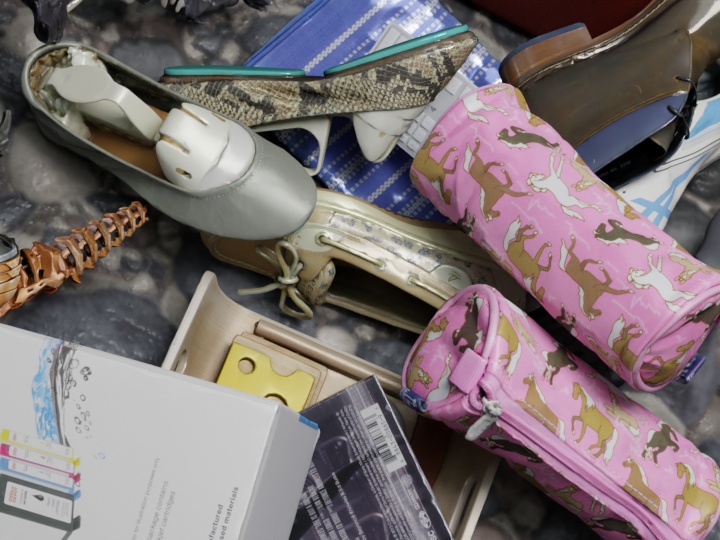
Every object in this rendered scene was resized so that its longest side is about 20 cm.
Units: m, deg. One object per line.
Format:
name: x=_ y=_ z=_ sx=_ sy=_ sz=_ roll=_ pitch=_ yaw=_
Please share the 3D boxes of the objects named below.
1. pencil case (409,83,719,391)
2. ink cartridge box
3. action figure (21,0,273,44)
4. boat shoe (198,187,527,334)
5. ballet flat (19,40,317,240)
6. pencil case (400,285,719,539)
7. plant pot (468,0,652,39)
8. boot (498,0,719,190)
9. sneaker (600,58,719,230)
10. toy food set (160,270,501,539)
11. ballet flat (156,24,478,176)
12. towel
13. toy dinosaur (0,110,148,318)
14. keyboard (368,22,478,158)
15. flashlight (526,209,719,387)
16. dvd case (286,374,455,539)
pencil case: x=0.117 y=-0.021 z=1.532 sx=0.200 sy=0.086 sz=0.083 roll=42 pitch=98 yaw=26
ink cartridge box: x=-0.143 y=0.116 z=1.439 sx=0.199 sy=0.147 sz=0.146 roll=15 pitch=85 yaw=10
action figure: x=-0.122 y=-0.197 z=1.627 sx=0.199 sy=0.102 sz=0.119 roll=-16 pitch=49 yaw=-35
boat shoe: x=0.000 y=0.000 z=1.598 sx=0.199 sy=0.073 sz=0.063 roll=11 pitch=67 yaw=2
ballet flat: x=-0.116 y=-0.075 z=1.576 sx=0.199 sy=0.064 sz=0.068 roll=26 pitch=71 yaw=27
pencil case: x=0.115 y=0.092 z=1.539 sx=0.200 sy=0.083 sz=0.087 roll=37 pitch=60 yaw=-27
plant pot: x=0.122 y=-0.261 z=1.690 sx=0.175 sy=0.200 sz=0.201 roll=12 pitch=64 yaw=7
boot: x=0.188 y=-0.110 z=1.617 sx=0.199 sy=0.075 sz=0.097 roll=-21 pitch=65 yaw=8
sneaker: x=0.168 y=-0.065 z=1.663 sx=0.200 sy=0.072 sz=0.073 roll=-46 pitch=118 yaw=-33
toy food set: x=-0.024 y=0.099 z=1.563 sx=0.199 sy=0.060 sz=0.144 roll=24 pitch=64 yaw=-3
ballet flat: x=-0.023 y=-0.095 z=1.623 sx=0.199 sy=0.068 sz=0.076 roll=-8 pitch=96 yaw=12
towel: x=0.035 y=-0.091 z=1.679 sx=0.200 sy=0.024 sz=0.145 roll=44 pitch=66 yaw=8
toy dinosaur: x=-0.227 y=-0.014 z=1.564 sx=0.199 sy=0.102 sz=0.137 roll=-10 pitch=84 yaw=-36
keyboard: x=0.072 y=-0.069 z=1.615 sx=0.200 sy=0.011 sz=0.056 roll=40 pitch=106 yaw=26
flashlight: x=0.181 y=0.012 z=1.648 sx=0.199 sy=0.068 sz=0.068 roll=-24 pitch=112 yaw=-17
dvd case: x=-0.048 y=0.168 z=1.502 sx=0.199 sy=0.016 sz=0.149 roll=-27 pitch=81 yaw=3
